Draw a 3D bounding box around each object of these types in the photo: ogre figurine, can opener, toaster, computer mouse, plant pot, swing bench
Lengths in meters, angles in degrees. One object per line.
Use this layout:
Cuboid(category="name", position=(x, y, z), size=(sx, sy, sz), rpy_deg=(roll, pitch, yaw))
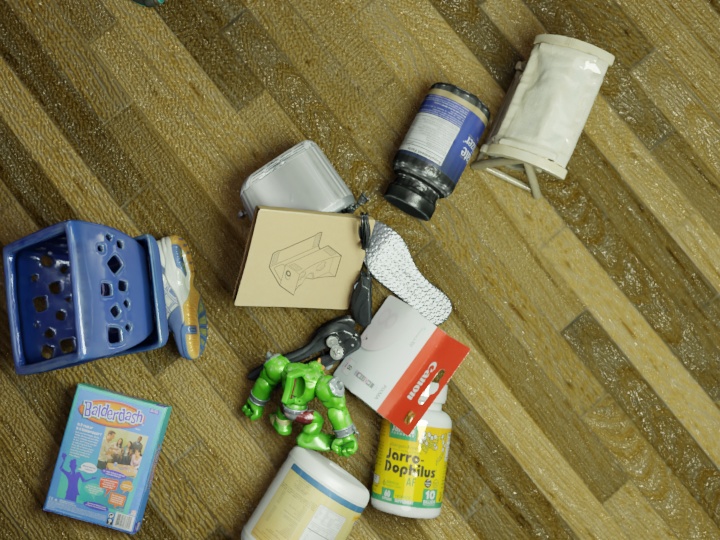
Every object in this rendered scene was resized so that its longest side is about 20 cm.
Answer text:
Cuboid(category="ogre figurine", position=(-0.089, 0.200, 1.385), size=(0.097, 0.199, 0.122), rpy_deg=(-11, 118, -40))
Cuboid(category="can opener", position=(-0.087, 0.143, 1.448), size=(0.198, 0.079, 0.064), rpy_deg=(-32, 95, 5))
Cuboid(category="toaster", position=(-0.097, -0.116, 1.446), size=(0.198, 0.114, 0.130), rpy_deg=(-33, 84, -2))
Cuboid(category="computer mouse", position=(0.000, 0.000, 1.410), size=(0.033, 0.059, 0.203), rpy_deg=(1, 118, 4))
Cuboid(category="plant pot", position=(-0.406, 0.042, 1.370), size=(0.198, 0.178, 0.204), rpy_deg=(-13, 82, 40))
Cuboid(category="swing bench", position=(0.280, -0.242, 1.419), size=(0.128, 0.200, 0.201), rpy_deg=(24, 84, 2))

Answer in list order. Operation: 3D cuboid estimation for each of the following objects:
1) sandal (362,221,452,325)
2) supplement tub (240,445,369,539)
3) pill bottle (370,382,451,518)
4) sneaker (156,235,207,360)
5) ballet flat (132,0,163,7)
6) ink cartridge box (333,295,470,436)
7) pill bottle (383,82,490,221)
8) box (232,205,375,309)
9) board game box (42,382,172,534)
Cuboid(category="sandal", position=(0.067, 0.009, 1.475), size=(0.076, 0.043, 0.201), rpy_deg=(-39, 97, -3))
Cuboid(category="supplement tub", position=(-0.092, 0.387, 1.382), size=(0.144, 0.145, 0.202), rpy_deg=(32, 85, 2))
Cuboid(category="pill bottle", position=(0.083, 0.273, 1.411), size=(0.111, 0.113, 0.204), rpy_deg=(9, 84, 0))
Cuboid(category="sneaker", position=(-0.305, 0.050, 1.455), size=(0.087, 0.075, 0.203), rpy_deg=(-15, 78, 9))
Cuboid(category="ballet flat", position=(-0.357, -0.540, 1.507), size=(0.067, 0.068, 0.204), rpy_deg=(4, 84, 8))
Cuboid(category="ink cartridge box", position=(0.057, 0.139, 1.387), size=(0.057, 0.200, 0.163), rpy_deg=(39, 85, -26))
Cuboid(category="pill bottle", position=(0.119, -0.188, 1.456), size=(0.111, 0.112, 0.202), rpy_deg=(27, 85, 2))
Cuboid(category="box", position=(-0.087, -0.016, 1.400), size=(0.197, 0.021, 0.166), rpy_deg=(3, 117, -29))
Cuboid(category="board game box", position=(-0.398, 0.295, 1.435), size=(0.150, 0.045, 0.203), rpy_deg=(15, 85, 1))
